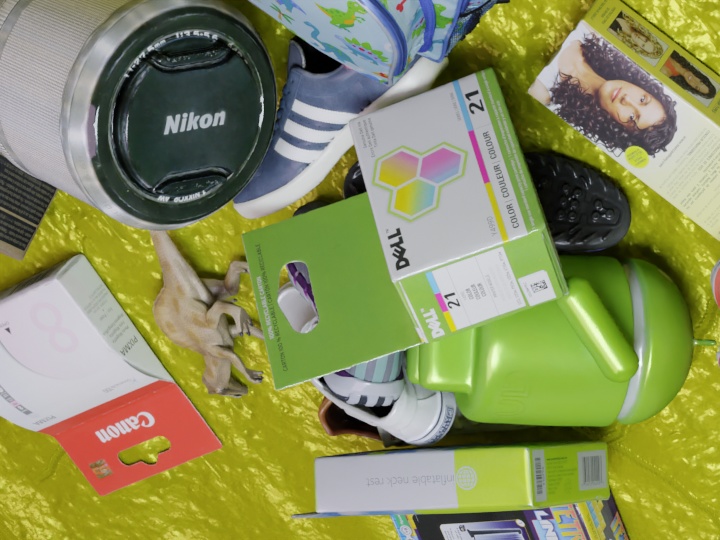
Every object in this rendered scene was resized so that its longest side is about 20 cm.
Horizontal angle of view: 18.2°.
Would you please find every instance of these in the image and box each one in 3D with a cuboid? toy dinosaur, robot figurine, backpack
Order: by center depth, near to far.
[{"bbox_3d":[0.006,-0.214,1.362,0.183,0.147,0.200,35,163,3],"label":"backpack"},{"bbox_3d":[0.134,0.047,1.514,0.200,0.175,0.116,2,90,-9],"label":"robot figurine"},{"bbox_3d":[-0.120,0.026,1.711,0.101,0.058,0.200,-5,119,33],"label":"toy dinosaur"}]

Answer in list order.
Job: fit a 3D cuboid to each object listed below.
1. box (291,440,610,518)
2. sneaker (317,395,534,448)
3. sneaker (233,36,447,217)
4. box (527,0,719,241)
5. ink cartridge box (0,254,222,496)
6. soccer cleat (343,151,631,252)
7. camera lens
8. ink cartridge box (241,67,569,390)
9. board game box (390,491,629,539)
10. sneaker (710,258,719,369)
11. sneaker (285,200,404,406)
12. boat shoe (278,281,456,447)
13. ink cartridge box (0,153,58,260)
[{"bbox_3d":[0.063,0.149,1.603,0.200,0.122,0.048,-6,86,33],"label":"box"},{"bbox_3d":[0.061,0.102,1.644,0.200,0.085,0.073,-5,117,31],"label":"sneaker"},{"bbox_3d":[-0.033,-0.116,1.545,0.085,0.075,0.200,46,122,-9],"label":"sneaker"},{"bbox_3d":[0.210,-0.088,1.448,0.200,0.050,0.075,37,132,2],"label":"box"},{"bbox_3d":[-0.231,0.098,1.832,0.162,0.057,0.200,-24,103,39],"label":"ink cartridge box"},{"bbox_3d":[0.090,-0.040,1.550,0.200,0.068,0.073,5,157,15],"label":"soccer cleat"},{"bbox_3d":[-0.165,-0.124,1.523,0.200,0.160,0.160,26,137,49],"label":"camera lens"},{"bbox_3d":[0.017,-0.025,1.450,0.200,0.148,0.076,-19,140,5],"label":"ink cartridge box"},{"bbox_3d":[0.131,0.238,1.718,0.165,0.057,0.200,-7,117,31],"label":"board game box"},{"bbox_3d":[0.274,0.066,1.458,0.077,0.082,0.200,-23,139,9],"label":"sneaker"},{"bbox_3d":[0.000,0.000,1.555,0.074,0.200,0.088,1,130,-19],"label":"sneaker"},{"bbox_3d":[-0.011,0.055,1.611,0.200,0.065,0.074,33,98,45],"label":"boat shoe"},{"bbox_3d":[-0.346,-0.088,1.687,0.200,0.165,0.075,24,86,13],"label":"ink cartridge box"}]
